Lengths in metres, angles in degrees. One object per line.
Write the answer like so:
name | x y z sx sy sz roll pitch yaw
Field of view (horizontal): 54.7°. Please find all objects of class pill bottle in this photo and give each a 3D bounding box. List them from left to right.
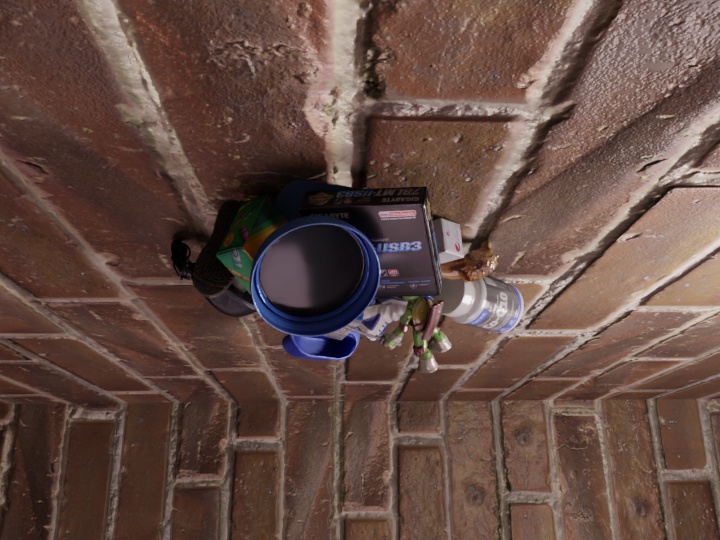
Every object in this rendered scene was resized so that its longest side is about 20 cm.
pill bottle | 0.252 0.065 1.504 0.199 0.115 0.113 15 155 -40

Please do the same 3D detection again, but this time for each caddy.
caddy | -0.095 0.145 1.680 0.199 0.143 0.105 11 161 -32

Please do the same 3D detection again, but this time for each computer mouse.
computer mouse | -0.276 0.030 1.289 0.200 0.139 0.053 37 98 -29

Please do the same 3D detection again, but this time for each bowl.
bowl | -0.069 0.008 1.054 0.199 0.039 0.202 -8 123 -12

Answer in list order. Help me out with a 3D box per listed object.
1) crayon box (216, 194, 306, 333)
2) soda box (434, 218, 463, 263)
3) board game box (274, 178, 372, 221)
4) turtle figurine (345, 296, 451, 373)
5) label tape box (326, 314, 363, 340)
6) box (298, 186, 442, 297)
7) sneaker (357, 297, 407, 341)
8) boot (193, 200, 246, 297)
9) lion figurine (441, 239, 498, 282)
crayon box | -0.136 -0.006 1.127 0.058 0.119 0.200 -12 132 31
soda box | 0.086 -0.036 1.273 0.199 0.064 0.068 -16 162 36
board game box | -0.040 -0.091 1.131 0.198 0.039 0.159 9 137 5
turtle figurine | 0.094 0.109 1.440 0.199 0.144 0.195 -22 117 14
label tape box | -0.091 0.099 1.499 0.142 0.067 0.200 15 150 -16
box | 0.021 -0.040 1.103 0.198 0.050 0.199 -1 136 15
sneaker | 0.055 0.096 1.558 0.198 0.116 0.081 1 -155 12
boot | -0.224 -0.007 1.199 0.072 0.183 0.200 19 156 0
lion figurine | 0.163 -0.006 1.346 0.198 0.073 0.122 -9 175 1
